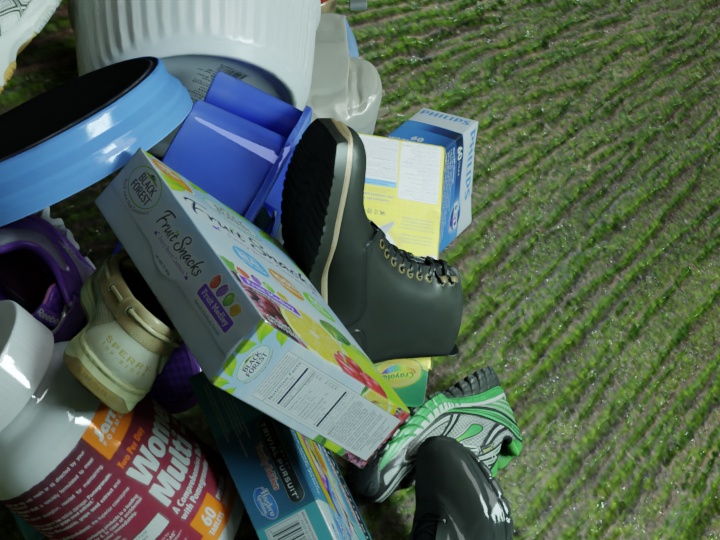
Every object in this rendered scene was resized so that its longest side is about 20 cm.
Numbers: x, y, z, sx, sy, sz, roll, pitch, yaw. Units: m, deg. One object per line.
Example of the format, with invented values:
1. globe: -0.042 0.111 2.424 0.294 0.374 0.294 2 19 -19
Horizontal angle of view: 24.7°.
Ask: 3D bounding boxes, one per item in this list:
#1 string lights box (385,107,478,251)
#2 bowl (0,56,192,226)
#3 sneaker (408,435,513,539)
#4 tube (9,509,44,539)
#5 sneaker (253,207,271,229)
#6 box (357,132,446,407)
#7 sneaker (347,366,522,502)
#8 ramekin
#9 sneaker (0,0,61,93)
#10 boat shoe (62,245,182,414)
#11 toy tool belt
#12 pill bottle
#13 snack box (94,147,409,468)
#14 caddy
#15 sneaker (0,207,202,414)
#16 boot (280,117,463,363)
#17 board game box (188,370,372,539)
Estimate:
1. string lights box: 0.032 -0.051 1.386 0.058 0.104 0.200 15 32 23
2. bowl: -0.212 -0.088 1.121 0.201 0.199 0.040 -50 121 -50
3. sneaker: 0.063 0.222 1.196 0.090 0.076 0.203 -5 82 -35
4. tube: -0.245 0.078 1.083 0.077 0.050 0.201 -34 92 -41
5. sneaker: -0.037 0.031 1.301 0.087 0.074 0.202 -13 79 -58
6. box: 0.000 0.000 1.238 0.116 0.048 0.203 8 74 -13
7. sneaker: 0.068 0.141 1.293 0.199 0.078 0.086 -20 74 -49
8. ramekin: -0.128 -0.169 1.274 0.198 0.200 0.106 16 58 -33
9. sneaker: -0.287 -0.189 1.226 0.087 0.075 0.201 38 39 -18
10. boat shoe: -0.137 0.023 1.031 0.073 0.063 0.201 42 12 -9
11. toy tool belt: -0.038 -0.154 1.425 0.123 0.124 0.202 -5 49 -2
12. pill bottle: -0.174 0.115 1.032 0.200 0.109 0.110 44 37 -28
13. snack box: -0.069 0.021 1.014 0.142 0.053 0.200 36 9 -43
14. caddy: -0.102 -0.044 1.195 0.104 0.201 0.142 30 26 -4
15. sneaker: -0.190 0.033 1.118 0.199 0.081 0.089 39 8 -6
16. boot: 0.017 -0.017 1.146 0.137 0.202 0.078 -6 40 -20
17. board game box: -0.042 0.149 1.117 0.152 0.047 0.200 64 2 18
